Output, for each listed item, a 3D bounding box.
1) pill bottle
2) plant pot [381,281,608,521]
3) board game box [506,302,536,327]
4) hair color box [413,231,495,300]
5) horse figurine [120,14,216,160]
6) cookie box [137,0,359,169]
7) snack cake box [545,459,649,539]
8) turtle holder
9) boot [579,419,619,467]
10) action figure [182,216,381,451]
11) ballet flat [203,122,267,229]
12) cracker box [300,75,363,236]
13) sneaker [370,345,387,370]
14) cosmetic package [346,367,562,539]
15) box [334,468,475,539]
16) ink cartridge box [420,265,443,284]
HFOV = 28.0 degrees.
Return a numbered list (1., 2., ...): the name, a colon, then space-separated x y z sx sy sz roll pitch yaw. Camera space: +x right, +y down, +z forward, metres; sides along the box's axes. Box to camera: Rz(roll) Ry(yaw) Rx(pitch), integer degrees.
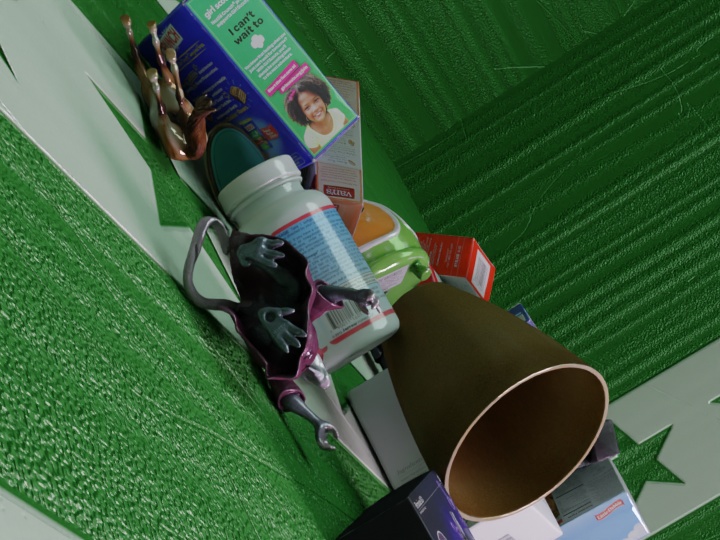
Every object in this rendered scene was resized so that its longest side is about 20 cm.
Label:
1. pill bottle: -0.054 -0.005 1.387 0.201 0.108 0.109 60 7 6
2. plant pot: 0.108 0.104 1.399 0.200 0.186 0.187 50 -1 40
3. board game box: 0.153 0.139 1.881 0.136 0.199 0.035 52 9 -47
4. hair color box: 0.075 -0.007 2.000 0.111 0.198 0.065 47 52 -60
5. horse figurine: -0.177 -0.158 1.354 0.200 0.050 0.133 -125 -163 -52
6. cookie box: -0.118 -0.194 1.470 0.200 0.075 0.171 49 -23 -12
7. snack cake box: 0.224 0.303 1.679 0.068 0.199 0.115 58 7 -19
8. turtle holder: 0.008 -0.007 1.715 0.132 0.140 0.185 59 8 18
9. boot: 0.196 0.226 1.697 0.066 0.164 0.200 64 -17 -2
10. action figure: -0.069 0.059 1.196 0.148 0.135 0.200 17 -17 10
11. ballet flat: -0.106 -0.062 1.488 0.201 0.070 0.071 56 7 -18
12. cracker box: -0.040 -0.100 1.598 0.135 0.057 0.201 109 -16 -45
13. sneaker: 0.050 0.116 1.799 0.200 0.080 0.078 40 -3 16
14. cosmetic package: 0.104 0.210 1.555 0.201 0.122 0.199 61 7 27
15. box: 0.056 0.254 1.205 0.142 0.079 0.200 57 7 5
16. ink cartridge box: 0.066 0.060 1.925 0.200 0.115 0.068 47 22 -58
